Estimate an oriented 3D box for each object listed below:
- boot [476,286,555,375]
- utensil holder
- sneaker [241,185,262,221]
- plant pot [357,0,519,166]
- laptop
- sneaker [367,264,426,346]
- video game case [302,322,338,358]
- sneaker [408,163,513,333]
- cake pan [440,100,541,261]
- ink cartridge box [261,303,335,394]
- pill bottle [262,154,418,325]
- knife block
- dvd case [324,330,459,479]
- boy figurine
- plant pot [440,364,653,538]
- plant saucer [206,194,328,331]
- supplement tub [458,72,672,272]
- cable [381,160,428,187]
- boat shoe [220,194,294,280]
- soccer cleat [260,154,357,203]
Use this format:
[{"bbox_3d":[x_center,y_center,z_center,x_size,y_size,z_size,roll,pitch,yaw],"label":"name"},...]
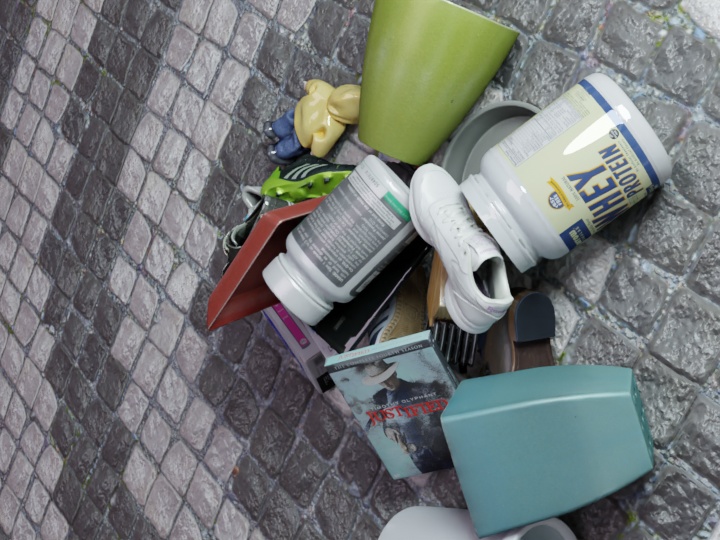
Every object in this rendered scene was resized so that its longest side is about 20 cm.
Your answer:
[{"bbox_3d":[0.188,0.115,1.297,0.097,0.074,0.202,-149,61,-67],"label":"boot"},{"bbox_3d":[0.133,0.362,1.237,0.199,0.169,0.171,-4,82,44],"label":"utensil holder"},{"bbox_3d":[-0.129,-0.054,1.571,0.075,0.086,0.201,-57,41,28],"label":"sneaker"},{"bbox_3d":[0.077,-0.242,1.343,0.187,0.186,0.201,35,109,40],"label":"plant pot"},{"bbox_3d":[0.000,0.000,1.415,0.200,0.116,0.188,40,95,34],"label":"laptop"},{"bbox_3d":[0.027,0.083,1.405,0.108,0.070,0.201,-28,41,44],"label":"sneaker"},{"bbox_3d":[-0.023,0.031,1.446,0.144,0.018,0.200,-52,27,6],"label":"video game case"},{"bbox_3d":[0.120,-0.035,1.191,0.201,0.074,0.100,68,154,10],"label":"sneaker"},{"bbox_3d":[0.184,-0.110,1.329,0.199,0.037,0.202,-7,81,43],"label":"cake pan"},{"bbox_3d":[-0.106,0.083,1.551,0.037,0.095,0.200,-35,55,-11],"label":"ink cartridge box"},{"bbox_3d":[-0.019,-0.034,1.300,0.200,0.113,0.113,-44,55,8],"label":"pill bottle"},{"bbox_3d":[0.118,0.022,1.321,0.176,0.063,0.202,111,164,-74],"label":"knife block"},{"bbox_3d":[0.062,0.171,1.312,0.145,0.022,0.201,-16,118,24],"label":"dvd case"},{"bbox_3d":[-0.061,-0.227,1.561,0.199,0.064,0.125,-24,69,39],"label":"boy figurine"},{"bbox_3d":[0.213,0.183,1.168,0.199,0.141,0.142,-16,97,19],"label":"plant pot"},{"bbox_3d":[-0.106,-0.022,1.396,0.037,0.199,0.200,46,122,14],"label":"plant saucer"},{"bbox_3d":[0.224,-0.105,1.178,0.200,0.145,0.145,-37,59,9],"label":"supplement tub"},{"bbox_3d":[0.086,-0.114,1.400,0.097,0.050,0.200,-56,40,10],"label":"cable"},{"bbox_3d":[-0.157,-0.040,1.495,0.200,0.063,0.071,-46,31,40],"label":"boat shoe"},{"bbox_3d":[-0.058,-0.133,1.513,0.199,0.068,0.081,-5,48,35],"label":"soccer cleat"}]
